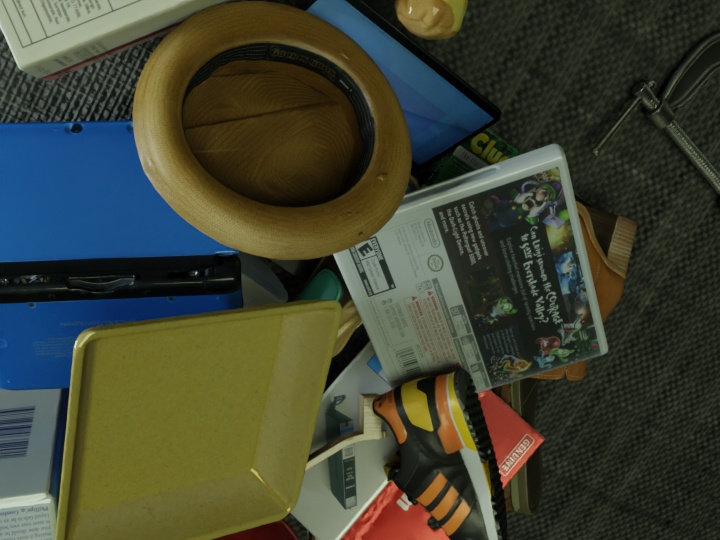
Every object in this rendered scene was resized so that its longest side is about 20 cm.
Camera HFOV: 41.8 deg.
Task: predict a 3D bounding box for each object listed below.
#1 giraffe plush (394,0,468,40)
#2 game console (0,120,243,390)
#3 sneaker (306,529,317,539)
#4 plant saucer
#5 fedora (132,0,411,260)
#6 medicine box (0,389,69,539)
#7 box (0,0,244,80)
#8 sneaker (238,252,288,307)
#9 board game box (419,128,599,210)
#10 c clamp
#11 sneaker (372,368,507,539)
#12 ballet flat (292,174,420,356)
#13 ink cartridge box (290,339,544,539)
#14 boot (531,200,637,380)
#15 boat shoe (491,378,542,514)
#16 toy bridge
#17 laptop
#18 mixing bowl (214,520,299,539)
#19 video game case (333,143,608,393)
[{"bbox_3d":[0.075,-0.279,0.629,0.172,0.162,0.201,36,74,-11],"label":"giraffe plush"},{"bbox_3d":[-0.188,-0.009,0.712,0.197,0.119,0.172,-2,136,-6],"label":"game console"},{"bbox_3d":[0.002,0.190,0.878,0.077,0.079,0.202,8,108,-16],"label":"sneaker"},{"bbox_3d":[-0.123,0.107,0.675,0.198,0.048,0.202,-6,122,-36],"label":"plant saucer"},{"bbox_3d":[-0.064,-0.087,0.657,0.198,0.082,0.203,8,69,-22],"label":"fedora"},{"bbox_3d":[-0.279,0.217,0.753,0.102,0.182,0.202,-5,113,-12],"label":"medicine box"},{"bbox_3d":[-0.155,-0.227,0.636,0.198,0.109,0.129,-23,99,-5],"label":"box"},{"bbox_3d":[-0.166,0.005,0.765,0.199,0.074,0.116,33,102,-14],"label":"sneaker"},{"bbox_3d":[0.138,-0.044,0.841,0.199,0.023,0.105,30,103,-30],"label":"board game box"},{"bbox_3d":[0.325,-0.124,0.872,0.199,0.027,0.172,35,94,-23],"label":"c clamp"},{"bbox_3d":[0.068,0.175,0.787,0.089,0.070,0.202,-9,115,14],"label":"sneaker"},{"bbox_3d":[0.000,0.000,0.774,0.063,0.069,0.200,7,132,-44],"label":"ballet flat"},{"bbox_3d":[0.037,0.162,0.823,0.176,0.045,0.200,41,85,6],"label":"ink cartridge box"},{"bbox_3d":[0.147,0.011,0.807,0.199,0.076,0.157,13,97,-40],"label":"boot"},{"bbox_3d":[0.129,0.130,0.890,0.067,0.072,0.203,1,95,27],"label":"boat shoe"},{"bbox_3d":[-0.074,0.137,0.777,0.197,0.027,0.068,1,89,-9],"label":"toy bridge"},{"bbox_3d":[-0.022,-0.090,0.742,0.176,0.103,0.201,32,91,-24],"label":"laptop"},{"bbox_3d":[-0.136,0.328,0.879,0.197,0.108,0.203,-5,112,-14],"label":"mixing bowl"},{"bbox_3d":[0.088,0.015,0.732,0.180,0.023,0.201,-18,126,7],"label":"video game case"}]
